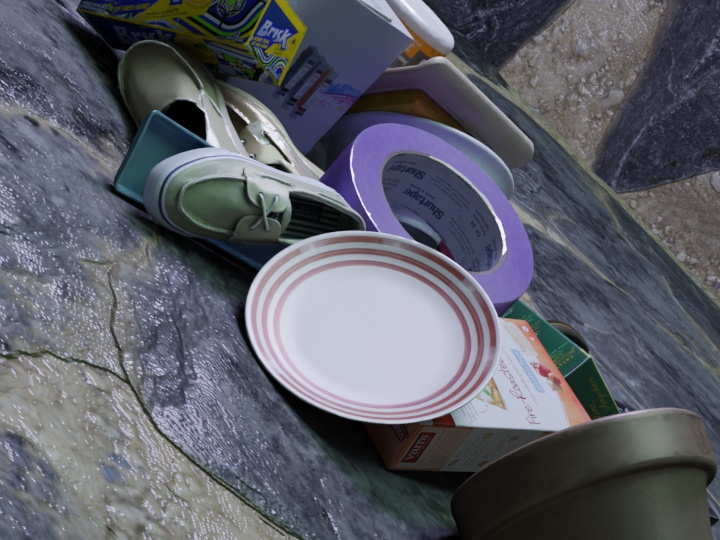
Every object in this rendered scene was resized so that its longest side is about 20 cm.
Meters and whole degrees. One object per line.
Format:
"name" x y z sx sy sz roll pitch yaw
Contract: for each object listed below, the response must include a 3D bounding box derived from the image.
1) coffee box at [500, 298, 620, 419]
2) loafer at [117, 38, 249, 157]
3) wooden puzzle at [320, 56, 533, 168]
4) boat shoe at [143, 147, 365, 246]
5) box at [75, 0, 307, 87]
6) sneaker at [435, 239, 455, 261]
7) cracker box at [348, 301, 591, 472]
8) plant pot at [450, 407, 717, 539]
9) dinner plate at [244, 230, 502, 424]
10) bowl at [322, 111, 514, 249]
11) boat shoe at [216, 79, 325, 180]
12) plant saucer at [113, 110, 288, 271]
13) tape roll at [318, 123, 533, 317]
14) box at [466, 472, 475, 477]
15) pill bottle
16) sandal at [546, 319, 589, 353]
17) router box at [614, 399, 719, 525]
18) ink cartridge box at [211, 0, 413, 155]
"coffee box" 0.165 0.089 1.609 0.123 0.044 0.200 60 -9 -31
"loafer" -0.153 -0.131 1.500 0.200 0.076 0.068 54 11 31
"wooden puzzle" 0.044 -0.139 1.762 0.185 0.200 0.037 38 56 -42
"boat shoe" -0.079 -0.054 1.409 0.200 0.072 0.062 3 13 -43
"box" -0.152 -0.224 1.576 0.200 0.064 0.070 16 -18 32
"sneaker" 0.098 0.019 1.741 0.075 0.081 0.200 44 -11 26
"cracker box" 0.082 0.097 1.435 0.200 0.058 0.134 6 40 -39
"plant pot" 0.186 0.218 1.293 0.200 0.200 0.175 22 44 -57
"dinner plate" 0.009 0.046 1.365 0.200 0.024 0.200 5 45 -5
"bowl" 0.047 -0.070 1.767 0.201 0.201 0.091 34 62 -36
"boat shoe" -0.094 -0.094 1.574 0.200 0.072 0.065 43 24 -5
"plant saucer" -0.116 -0.058 1.431 0.019 0.070 0.200 20 -8 47
"tape roll" 0.055 -0.033 1.560 0.200 0.066 0.200 27 37 -23
"box" 0.105 0.124 1.567 0.200 0.044 0.160 51 15 23
"pill bottle" -0.007 -0.206 1.855 0.116 0.200 0.116 41 14 -13
"sandal" 0.174 0.084 1.772 0.055 0.082 0.200 50 10 33
"router box" 0.261 0.192 1.786 0.200 0.052 0.157 26 24 -51
"ink cartridge box" -0.083 -0.218 1.680 0.145 0.200 0.145 29 21 -46
